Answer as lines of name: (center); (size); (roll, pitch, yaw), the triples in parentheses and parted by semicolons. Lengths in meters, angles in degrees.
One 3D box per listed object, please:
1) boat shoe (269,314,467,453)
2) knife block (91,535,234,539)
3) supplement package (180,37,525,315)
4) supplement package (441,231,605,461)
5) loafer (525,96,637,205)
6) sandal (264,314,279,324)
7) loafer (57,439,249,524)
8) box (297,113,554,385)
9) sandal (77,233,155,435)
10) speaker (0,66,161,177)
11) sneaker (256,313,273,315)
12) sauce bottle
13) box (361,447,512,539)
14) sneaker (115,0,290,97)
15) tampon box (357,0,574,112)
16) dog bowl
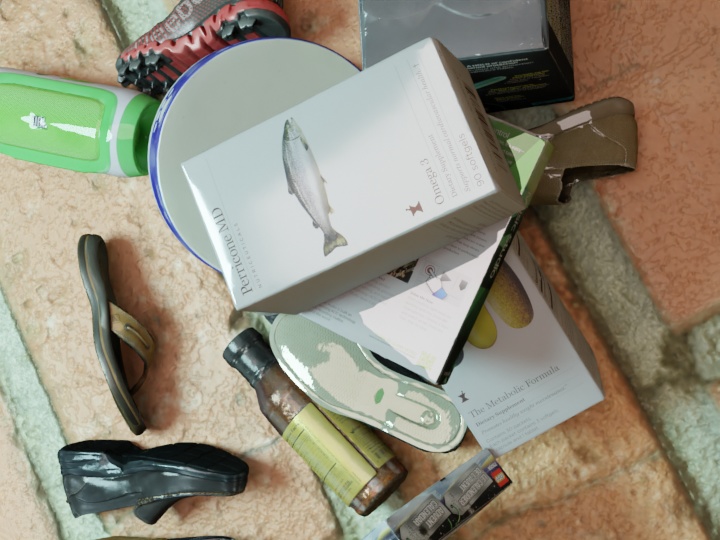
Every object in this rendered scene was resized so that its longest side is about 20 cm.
boat shoe: (0.006, 0.101, 1.090); (0.199, 0.068, 0.072); (30, 89, 12)
knife block: (-0.211, 0.280, 1.096); (0.175, 0.199, 0.064); (-10, 82, 45)
supplement package: (-0.002, -0.060, 0.862); (0.199, 0.117, 0.117); (-25, 81, 14)
supplement package: (0.102, 0.033, 1.013); (0.113, 0.110, 0.200); (-31, 101, 13)
loafer: (0.151, -0.086, 1.059); (0.199, 0.076, 0.068); (-24, 74, 14)
sandal: (0.000, 0.000, 1.108); (0.199, 0.045, 0.075); (-30, 114, 19)
loafer: (-0.194, 0.203, 1.151); (0.199, 0.073, 0.073); (0, 95, 26)
box: (0.041, -0.034, 0.927); (0.144, 0.036, 0.201); (26, 95, 18)
sandal: (-0.228, 0.058, 1.173); (0.054, 0.082, 0.201); (-12, 75, -7)
speaker: (-0.292, -0.146, 1.190); (0.199, 0.088, 0.089); (12, 90, 17)
sneaker: (-0.064, -0.058, 1.084); (0.074, 0.087, 0.201); (16, 91, -27)
sauce bottle: (-0.045, 0.133, 1.109); (0.066, 0.066, 0.200); (-46, 74, 9)
box: (0.023, 0.233, 1.001); (0.040, 0.137, 0.200); (51, 133, 12)
sneaker: (-0.150, -0.231, 1.163); (0.200, 0.071, 0.098); (-17, 56, 30)
tampon box: (0.094, -0.213, 1.019); (0.149, 0.200, 0.127); (-5, 85, 15)
dog bowl: (-0.071, -0.088, 0.991); (0.199, 0.079, 0.201); (-1, 96, -13)
